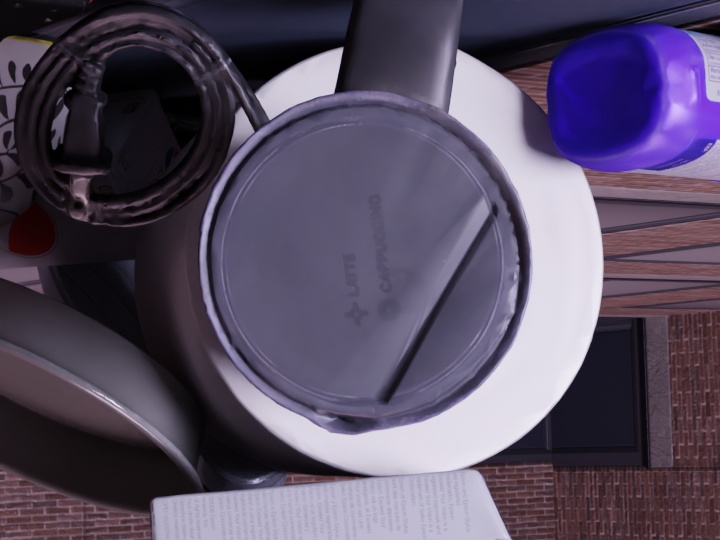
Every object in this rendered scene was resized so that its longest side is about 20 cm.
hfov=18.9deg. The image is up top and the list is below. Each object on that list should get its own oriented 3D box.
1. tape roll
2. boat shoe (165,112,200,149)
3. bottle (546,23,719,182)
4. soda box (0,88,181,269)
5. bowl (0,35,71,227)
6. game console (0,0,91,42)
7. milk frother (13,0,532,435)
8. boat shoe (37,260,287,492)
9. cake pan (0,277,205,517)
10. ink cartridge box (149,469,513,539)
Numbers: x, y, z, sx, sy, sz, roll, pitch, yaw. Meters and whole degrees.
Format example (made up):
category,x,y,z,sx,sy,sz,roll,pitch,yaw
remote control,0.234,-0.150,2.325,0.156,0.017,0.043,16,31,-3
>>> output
category,x,y,z,sx,sy,sz,roll,pitch,yaw
tape roll,0.000,0.000,1.044,0.202,0.203,0.139,0,175,-16
boat shoe,-0.099,-0.054,1.188,0.200,0.062,0.075,12,-163,30
bottle,0.179,-0.075,1.030,0.200,0.066,0.083,2,174,-42
soda box,-0.193,-0.044,1.146,0.199,0.064,0.068,-4,-142,25
bowl,-0.222,-0.051,1.018,0.200,0.095,0.201,-2,175,0
game console,-0.225,-0.103,0.801,0.200,0.031,0.177,2,171,-43
milk frother,-0.042,-0.028,0.833,0.199,0.181,0.188,-8,179,1
boat shoe,-0.114,0.056,1.146,0.072,0.200,0.062,-17,148,-37
cake pan,-0.161,0.057,1.049,0.200,0.037,0.200,20,157,9
ink cartridge box,0.010,0.123,1.015,0.199,0.041,0.200,-3,169,-1
